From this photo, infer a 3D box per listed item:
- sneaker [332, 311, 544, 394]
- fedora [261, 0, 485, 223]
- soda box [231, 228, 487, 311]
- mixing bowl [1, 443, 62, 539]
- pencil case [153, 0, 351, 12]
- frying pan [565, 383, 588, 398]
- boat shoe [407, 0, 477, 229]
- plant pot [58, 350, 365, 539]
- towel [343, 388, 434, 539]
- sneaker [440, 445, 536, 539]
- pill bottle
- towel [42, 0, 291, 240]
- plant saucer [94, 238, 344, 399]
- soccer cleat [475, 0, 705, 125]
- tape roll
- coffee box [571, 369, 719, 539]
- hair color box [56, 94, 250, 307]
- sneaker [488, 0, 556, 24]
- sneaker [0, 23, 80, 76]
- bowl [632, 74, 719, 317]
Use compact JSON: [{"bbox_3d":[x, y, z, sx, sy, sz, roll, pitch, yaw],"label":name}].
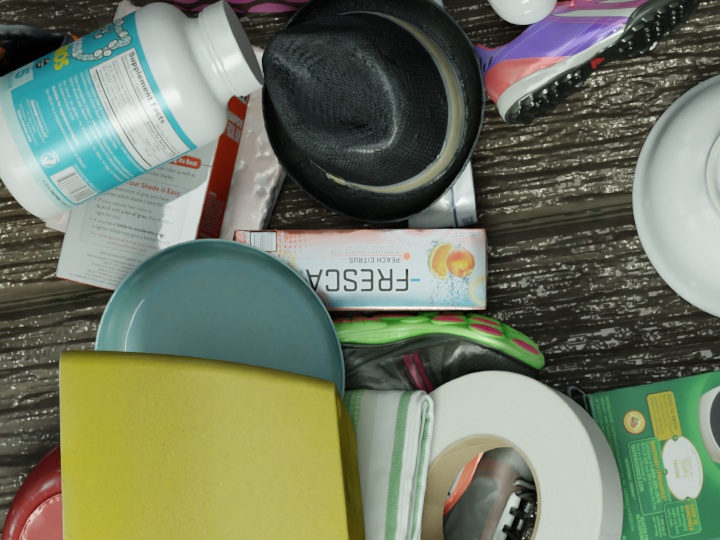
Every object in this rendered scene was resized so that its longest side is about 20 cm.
[{"bbox_3d":[0.048,0.077,1.116,0.197,0.077,0.085,-1,96,16],"label":"sneaker"},{"bbox_3d":[-0.007,-0.134,1.077,0.198,0.091,0.204,-1,87,26],"label":"fedora"},{"bbox_3d":[0.000,0.000,1.114,0.197,0.068,0.065,0,89,3],"label":"soda box"},{"bbox_3d":[-0.205,0.219,1.118,0.197,0.108,0.203,-1,82,9],"label":"mixing bowl"},{"bbox_3d":[-0.079,-0.263,1.167,0.197,0.091,0.095,3,64,8],"label":"pencil case"},{"bbox_3d":[0.239,0.162,1.088,0.114,0.031,0.192,-18,83,6],"label":"frying pan"},{"bbox_3d":[0.049,-0.132,1.132,0.064,0.074,0.203,-9,81,5],"label":"boat shoe"},{"bbox_3d":[-0.088,0.165,0.957,0.174,0.200,0.203,-8,70,4],"label":"plant pot"},{"bbox_3d":[-0.027,0.168,1.079,0.198,0.031,0.151,-8,68,44],"label":"towel"},{"bbox_3d":[0.104,0.189,1.070,0.201,0.077,0.082,-51,44,12],"label":"sneaker"},{"bbox_3d":[-0.174,-0.126,1.057,0.198,0.111,0.112,-24,80,6],"label":"pill bottle"},{"bbox_3d":[-0.150,-0.103,1.186,0.189,0.032,0.202,19,87,11],"label":"towel"},{"bbox_3d":[-0.106,0.075,1.081,0.197,0.027,0.203,2,99,11],"label":"plant saucer"},{"bbox_3d":[0.183,-0.195,1.122,0.199,0.068,0.074,-32,71,6],"label":"soccer cleat"},{"bbox_3d":[0.091,0.174,1.016,0.201,0.037,0.206,-15,65,33],"label":"tape roll"},{"bbox_3d":[0.264,0.135,1.048,0.197,0.044,0.125,-10,82,-10],"label":"coffee box"},{"bbox_3d":[-0.162,-0.079,1.138,0.109,0.064,0.203,12,88,12],"label":"hair color box"},{"bbox_3d":[0.109,-0.302,1.103,0.073,0.116,0.203,-10,70,14],"label":"sneaker"},{"bbox_3d":[-0.303,-0.153,1.164,0.198,0.112,0.079,-22,71,21],"label":"sneaker"},{"bbox_3d":[0.305,-0.065,1.071,0.198,0.090,0.204,-1,83,10],"label":"bowl"}]
